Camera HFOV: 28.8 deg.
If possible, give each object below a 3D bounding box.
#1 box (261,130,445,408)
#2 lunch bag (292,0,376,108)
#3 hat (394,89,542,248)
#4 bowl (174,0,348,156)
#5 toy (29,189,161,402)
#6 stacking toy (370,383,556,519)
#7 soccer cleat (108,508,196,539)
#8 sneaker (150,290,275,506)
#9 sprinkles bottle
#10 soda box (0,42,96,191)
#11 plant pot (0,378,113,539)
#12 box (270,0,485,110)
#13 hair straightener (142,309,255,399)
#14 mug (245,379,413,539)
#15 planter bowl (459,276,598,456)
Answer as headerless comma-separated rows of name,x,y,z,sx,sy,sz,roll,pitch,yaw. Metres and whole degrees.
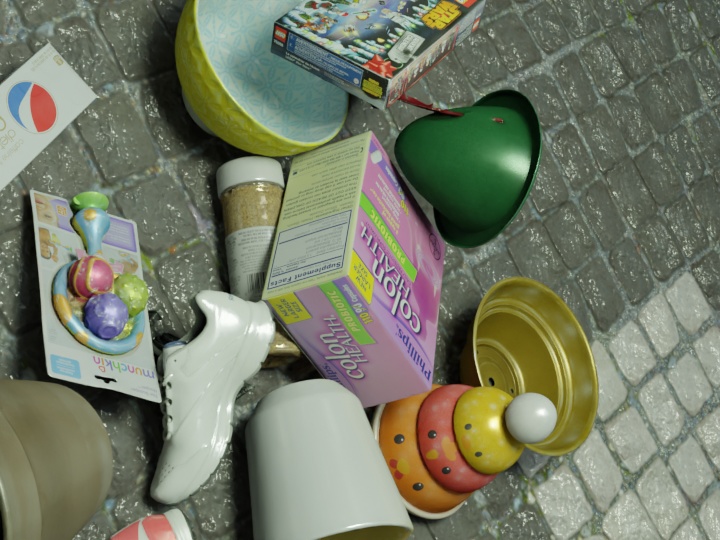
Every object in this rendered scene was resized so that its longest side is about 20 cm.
box,0.000,0.000,1.391,0.177,0.096,0.202,54,32,-37
lunch bag,-0.003,-0.291,1.554,0.170,0.127,0.201,46,38,-17
hat,0.053,-0.128,1.379,0.174,0.199,0.168,19,85,-30
bowl,-0.118,-0.193,1.411,0.199,0.107,0.202,27,48,-35
toy,-0.225,0.011,1.231,0.114,0.047,0.202,18,41,-38
stacking toy,0.117,0.161,1.412,0.145,0.199,0.148,19,59,-35
soccer cleat,-0.161,0.310,1.199,0.072,0.068,0.203,-12,83,-20
sneaker,-0.151,0.110,1.254,0.086,0.074,0.202,24,82,-26
sprinkles bottle,-0.100,-0.008,1.381,0.068,0.068,0.203,7,68,-40
soda box,-0.321,-0.113,1.229,0.068,0.063,0.201,48,46,-15
plant pot,-0.287,0.161,1.072,0.173,0.198,0.202,-19,85,-61
box,0.021,-0.247,1.404,0.136,0.040,0.200,29,45,17
hair straightener,-0.181,0.070,1.288,0.198,0.041,0.078,22,58,-28
mug,-0.042,0.196,1.322,0.147,0.187,0.155,-13,68,-8
planter bowl,0.170,0.115,1.562,0.199,0.083,0.203,19,60,-36
